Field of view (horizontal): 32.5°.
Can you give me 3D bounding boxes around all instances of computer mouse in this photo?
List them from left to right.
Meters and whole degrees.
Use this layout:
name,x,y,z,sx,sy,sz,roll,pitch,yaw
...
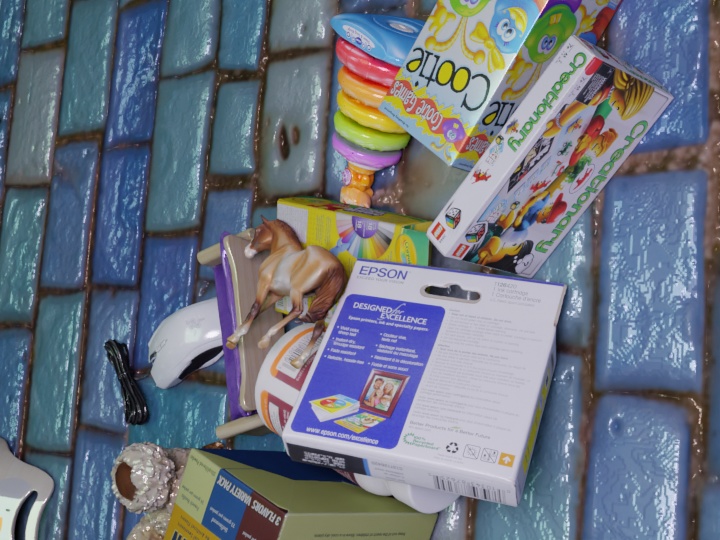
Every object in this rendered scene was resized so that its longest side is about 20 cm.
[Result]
name,x,y,z,sx,sy,sz,roll,pitch,yaw
computer mouse,-0.218,0.089,1.382,0.199,0.044,0.111,-35,59,33

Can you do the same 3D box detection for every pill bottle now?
name,x,y,z,sx,sy,sz,roll,pitch,yaw
pill bottle,0.007,0.132,1.118,0.199,0.114,0.115,25,99,41

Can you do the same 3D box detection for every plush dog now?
name,x,y,z,sx,sy,sz,roll,pitch,yaw
plush dog,-0.141,0.253,1.242,0.171,0.160,0.202,24,127,28

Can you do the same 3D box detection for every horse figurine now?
name,x,y,z,sx,sy,sz,roll,pitch,yaw
horse figurine,-0.064,0.018,1.137,0.199,0.050,0.133,7,63,59

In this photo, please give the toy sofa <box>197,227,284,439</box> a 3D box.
name,x,y,z,sx,sy,sz,roll,pitch,yaw
toy sofa,-0.120,0.065,1.261,0.082,0.097,0.202,-22,69,37

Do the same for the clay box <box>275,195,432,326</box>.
name,x,y,z,sx,sy,sz,roll,pitch,yaw
clay box,0.000,0.000,1.179,0.199,0.047,0.116,14,108,42

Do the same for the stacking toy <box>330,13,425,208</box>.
name,x,y,z,sx,sy,sz,roll,pitch,yaw
stacking toy,0.012,-0.140,1.190,0.116,0.109,0.202,39,123,39

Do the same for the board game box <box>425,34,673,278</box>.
name,x,y,z,sx,sy,sz,roll,pitch,yaw
board game box,0.155,-0.087,1.015,0.201,0.126,0.035,-54,51,21

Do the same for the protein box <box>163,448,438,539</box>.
name,x,y,z,sx,sy,sz,roll,pitch,yaw
protein box,-0.068,0.279,1.094,0.134,0.197,0.202,24,98,43

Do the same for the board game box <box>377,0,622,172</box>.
name,x,y,z,sx,sy,sz,roll,pitch,yaw
board game box,0.123,-0.193,1.075,0.105,0.103,0.201,41,110,33

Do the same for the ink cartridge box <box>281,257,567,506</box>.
name,x,y,z,sx,sy,sz,roll,pitch,yaw
ink cartridge box,0.059,0.086,1.034,0.195,0.047,0.201,8,48,20

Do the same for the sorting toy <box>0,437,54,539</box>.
name,x,y,z,sx,sy,sz,roll,pitch,yaw
sorting toy,-0.462,0.312,1.549,0.178,0.107,0.203,3,84,24
